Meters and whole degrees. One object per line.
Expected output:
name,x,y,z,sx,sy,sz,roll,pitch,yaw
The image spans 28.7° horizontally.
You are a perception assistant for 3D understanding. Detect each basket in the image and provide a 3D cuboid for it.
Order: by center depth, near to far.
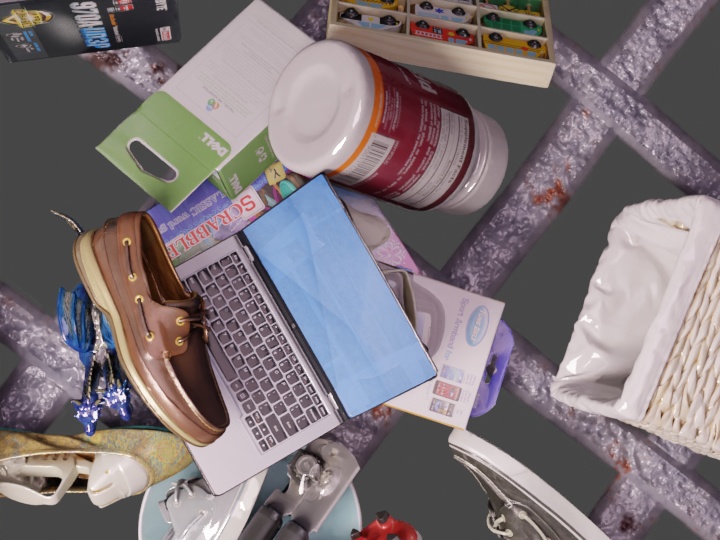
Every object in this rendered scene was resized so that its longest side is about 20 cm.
basket,0.293,0.054,1.227,0.161,0.198,0.200,22,86,-9

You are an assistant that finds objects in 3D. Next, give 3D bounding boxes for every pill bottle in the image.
pill bottle,0.029,-0.115,1.201,0.200,0.114,0.114,16,86,-45

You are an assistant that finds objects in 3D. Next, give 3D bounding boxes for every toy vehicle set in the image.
toy vehicle set,0.071,-0.223,1.254,0.200,0.124,0.027,9,130,-6

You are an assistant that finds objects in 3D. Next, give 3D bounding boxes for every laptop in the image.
laptop,-0.076,0.056,1.147,0.200,0.116,0.187,-29,88,-10

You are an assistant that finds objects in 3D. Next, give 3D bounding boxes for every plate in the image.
plate,-0.098,0.232,1.265,0.200,0.026,0.200,0,89,-6

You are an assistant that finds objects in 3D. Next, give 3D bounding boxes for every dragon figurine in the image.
dragon figurine,-0.229,0.040,1.219,0.059,0.099,0.200,-8,89,-6

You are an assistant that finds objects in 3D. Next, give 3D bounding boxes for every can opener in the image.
can opener,-0.069,0.232,1.201,0.053,0.067,0.200,28,68,21

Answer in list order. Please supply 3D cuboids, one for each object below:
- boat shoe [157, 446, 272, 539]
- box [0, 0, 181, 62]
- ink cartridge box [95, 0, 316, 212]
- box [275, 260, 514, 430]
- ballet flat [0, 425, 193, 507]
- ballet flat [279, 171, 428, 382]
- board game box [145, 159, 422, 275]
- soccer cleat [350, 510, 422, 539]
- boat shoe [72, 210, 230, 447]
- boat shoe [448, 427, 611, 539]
boat shoe,-0.143,0.218,1.213,0.071,0.070,0.201,30,88,-8
box,-0.233,-0.225,1.177,0.159,0.200,0.046,-9,87,-7
ink cartridge box,-0.118,-0.133,1.228,0.104,0.059,0.200,40,77,23
box,0.036,0.061,1.236,0.200,0.041,0.119,18,86,-4
ballet flat,-0.243,0.173,1.216,0.200,0.071,0.071,1,88,5
ballet flat,0.000,0.000,1.187,0.068,0.068,0.200,-26,99,-17
board game box,-0.072,-0.012,1.266,0.200,0.041,0.200,-33,92,-6
soccer cleat,-0.033,0.281,1.227,0.200,0.069,0.085,-25,121,2
boat shoe,-0.157,0.045,1.128,0.068,0.072,0.200,-30,86,21
boat shoe,0.150,0.220,1.268,0.200,0.071,0.064,40,84,-5
